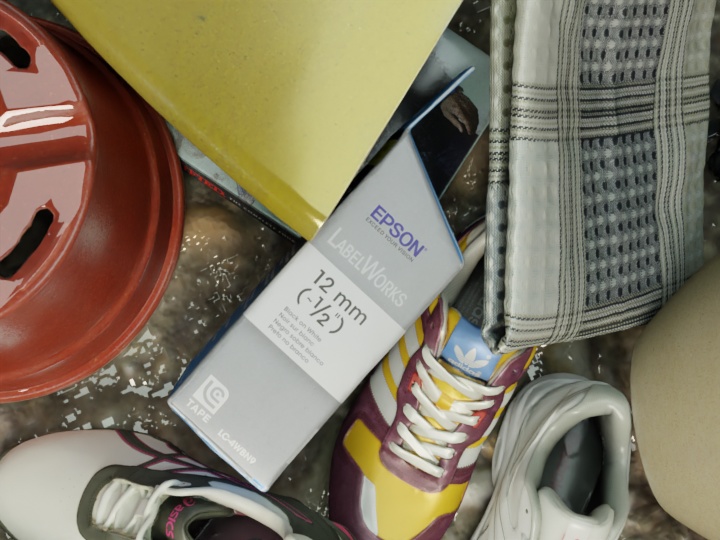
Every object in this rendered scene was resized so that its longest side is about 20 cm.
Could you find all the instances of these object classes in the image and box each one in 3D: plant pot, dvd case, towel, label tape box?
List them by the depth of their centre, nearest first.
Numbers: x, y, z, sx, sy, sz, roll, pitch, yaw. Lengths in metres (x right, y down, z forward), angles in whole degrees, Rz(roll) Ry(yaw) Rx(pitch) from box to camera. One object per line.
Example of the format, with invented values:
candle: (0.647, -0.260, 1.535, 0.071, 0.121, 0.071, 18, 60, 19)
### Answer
plant pot: (-0.045, -0.153, 0.734, 0.176, 0.200, 0.201, 33, 93, -6)
plant pot: (-0.183, -0.039, 0.739, 0.199, 0.195, 0.203, 0, 86, -4)
label tape box: (0.000, 0.000, 0.771, 0.066, 0.143, 0.200, 43, 91, -3)
towel: (0.126, -0.068, 0.798, 0.192, 0.034, 0.202, -7, 100, -48)
plant pot: (0.211, 0.066, 0.804, 0.133, 0.200, 0.202, -11, 81, 25)
dvd case: (-0.035, -0.100, 0.867, 0.199, 0.022, 0.147, 34, 78, 1)

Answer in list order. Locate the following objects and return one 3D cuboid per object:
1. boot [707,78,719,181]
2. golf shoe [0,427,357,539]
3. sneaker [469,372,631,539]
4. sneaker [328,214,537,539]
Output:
boot: (0.294, -0.097, 0.882, 0.197, 0.073, 0.164, 20, 77, 4)
golf shoe: (-0.096, 0.115, 0.777, 0.198, 0.088, 0.078, 13, 73, 15)
sneaker: (0.088, 0.144, 0.803, 0.077, 0.099, 0.202, 13, 79, -5)
sneaker: (0.040, 0.059, 0.815, 0.074, 0.090, 0.202, 22, 79, -3)
